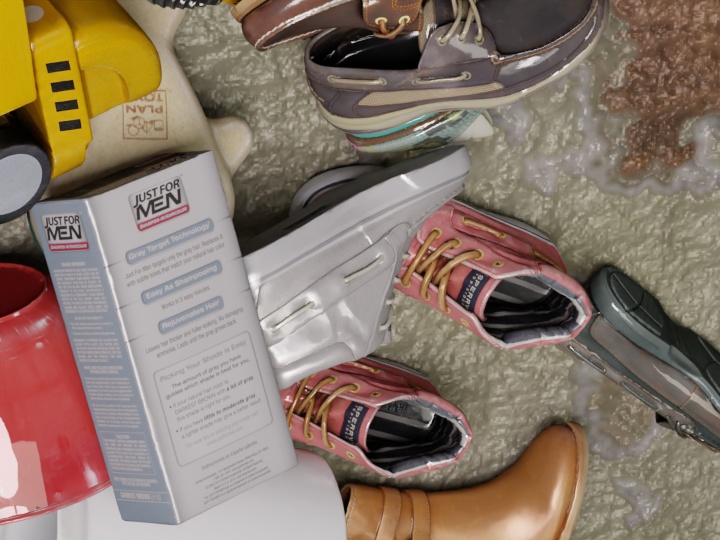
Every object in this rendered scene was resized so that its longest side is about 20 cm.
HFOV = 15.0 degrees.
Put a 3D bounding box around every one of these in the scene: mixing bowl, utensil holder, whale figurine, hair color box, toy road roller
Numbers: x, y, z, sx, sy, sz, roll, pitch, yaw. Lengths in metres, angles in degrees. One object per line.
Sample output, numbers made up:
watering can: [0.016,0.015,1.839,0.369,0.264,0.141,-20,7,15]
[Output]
mixing bowl: [-0.230,0.064,1.673,0.199,0.200,0.109,-14,114,-12]
utensil holder: [-0.128,0.188,1.781,0.199,0.170,0.171,7,112,-22]
whale figurine: [-0.147,-0.084,1.704,0.158,0.104,0.201,-2,90,-18]
hair color box: [-0.115,0.039,1.621,0.099,0.060,0.201,-24,105,-39]
toy road roller: [-0.199,-0.141,1.567,0.146,0.123,0.201,-27,139,-20]

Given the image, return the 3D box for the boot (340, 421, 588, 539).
boot: [0.055,0.170,1.899,0.155,0.077,0.200,25,111,-23]

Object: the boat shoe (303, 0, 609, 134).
boat shoe: [0.057,-0.141,1.698,0.199,0.075,0.073,-20,150,15]

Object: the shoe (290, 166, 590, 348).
shoe: [0.055,-0.007,1.787,0.199,0.091,0.072,16,108,-24]

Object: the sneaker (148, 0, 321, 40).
sneaker: [-0.085,-0.199,1.673,0.200,0.090,0.070,5,119,-51]

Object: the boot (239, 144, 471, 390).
boot: [0.000,0.000,1.714,0.199,0.073,0.096,-29,101,-24]

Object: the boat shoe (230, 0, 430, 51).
boat shoe: [0.022,-0.176,1.636,0.199,0.070,0.071,-27,91,-7]

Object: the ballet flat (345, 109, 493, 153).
ballet flat: [0.082,-0.131,1.769,0.200,0.069,0.071,-41,137,2]

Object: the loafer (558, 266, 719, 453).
loafer: [0.215,0.076,1.913,0.063,0.072,0.200,-38,115,24]

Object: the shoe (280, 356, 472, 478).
shoe: [-0.025,0.085,1.806,0.199,0.091,0.072,13,99,-25]
